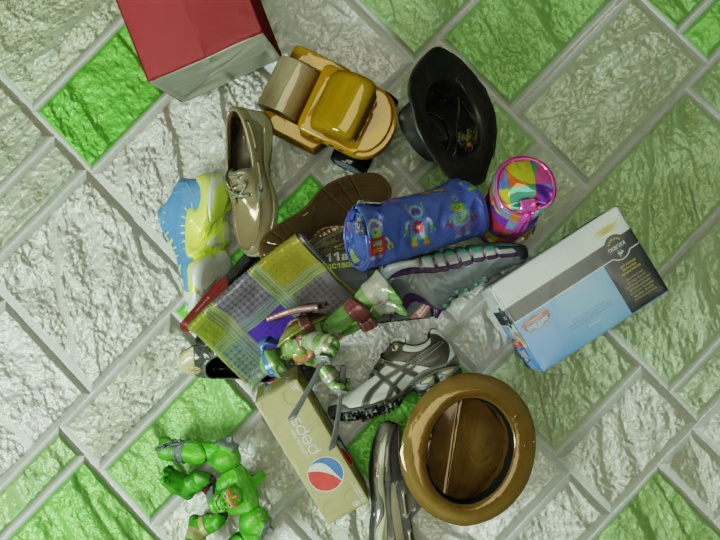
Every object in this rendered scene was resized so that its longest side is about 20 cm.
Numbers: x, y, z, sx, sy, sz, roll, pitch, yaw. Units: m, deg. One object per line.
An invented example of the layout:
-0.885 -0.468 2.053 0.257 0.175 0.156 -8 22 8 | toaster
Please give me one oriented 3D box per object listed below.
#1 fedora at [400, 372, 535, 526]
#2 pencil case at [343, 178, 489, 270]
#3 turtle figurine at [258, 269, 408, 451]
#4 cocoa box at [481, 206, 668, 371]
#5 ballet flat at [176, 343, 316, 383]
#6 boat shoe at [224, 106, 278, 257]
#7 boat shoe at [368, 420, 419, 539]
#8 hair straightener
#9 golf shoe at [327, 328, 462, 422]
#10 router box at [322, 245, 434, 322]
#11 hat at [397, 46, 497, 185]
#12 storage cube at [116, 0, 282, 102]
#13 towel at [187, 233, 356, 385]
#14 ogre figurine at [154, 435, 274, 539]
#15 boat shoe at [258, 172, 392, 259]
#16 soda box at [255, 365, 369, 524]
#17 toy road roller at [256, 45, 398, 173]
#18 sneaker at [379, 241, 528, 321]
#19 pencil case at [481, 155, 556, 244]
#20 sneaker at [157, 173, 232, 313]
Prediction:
0.141 0.238 1.204 0.197 0.082 0.204 0 88 -7 | fedora
0.070 -0.064 1.149 0.198 0.078 0.088 -16 101 -23 | pencil case
-0.018 0.106 1.101 0.193 0.200 0.144 -38 128 -2 | turtle figurine
0.283 0.028 1.194 0.199 0.133 0.132 -32 86 -1 | cocoa box
-0.159 0.136 1.231 0.197 0.067 0.057 4 50 0 | ballet flat
-0.157 -0.120 1.204 0.071 0.065 0.203 -1 88 34 | boat shoe
0.050 0.307 1.219 0.072 0.074 0.203 1 94 -8 | boat shoe
-0.168 0.027 1.245 0.041 0.077 0.201 11 59 43 | hair straightener
0.039 0.146 1.226 0.197 0.078 0.096 -19 76 -12 | golf shoe
0.000 0.000 1.240 0.197 0.062 0.152 -6 84 1 | router box
0.106 -0.206 1.225 0.080 0.199 0.204 -8 84 41 | hat
-0.223 -0.356 1.209 0.169 0.200 0.182 -22 90 4 | storage cube
-0.112 0.054 1.164 0.199 0.023 0.144 -37 123 4 | towel
-0.196 0.309 1.213 0.119 0.098 0.202 -25 70 18 | ogre figurine
-0.046 -0.062 1.192 0.198 0.063 0.074 -30 69 -4 | boat shoe
-0.065 0.235 1.198 0.067 0.064 0.202 -29 102 3 | soda box
-0.044 -0.228 1.216 0.198 0.146 0.124 26 87 3 | toy road roller
0.127 0.014 1.180 0.197 0.074 0.089 -8 95 8 | sneaker
0.205 -0.083 1.178 0.087 0.200 0.090 -1 77 3 | pencil case
-0.239 -0.039 1.257 0.104 0.075 0.203 12 93 29 | sneaker
